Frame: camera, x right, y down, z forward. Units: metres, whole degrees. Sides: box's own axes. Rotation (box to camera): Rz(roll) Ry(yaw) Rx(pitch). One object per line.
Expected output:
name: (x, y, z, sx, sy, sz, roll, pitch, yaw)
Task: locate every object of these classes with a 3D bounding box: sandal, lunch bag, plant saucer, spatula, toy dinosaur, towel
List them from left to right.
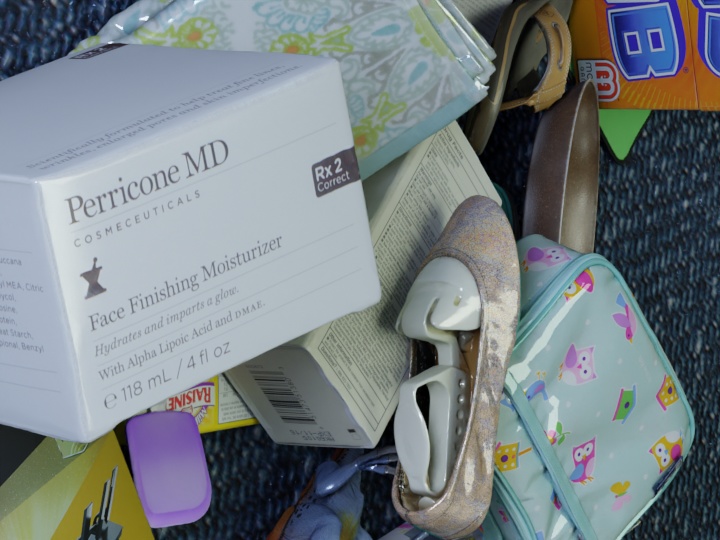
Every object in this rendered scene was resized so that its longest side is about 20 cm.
spatula: (-0.108, 0.041, 1.437, 0.056, 0.020, 0.201, -2, 92, -46)
towel: (-0.042, -0.114, 1.445, 0.171, 0.200, 0.048, 50, 11, -39)
toy dinosaur: (-0.023, 0.138, 1.551, 0.182, 0.199, 0.105, -102, -166, -53)
sandal: (0.114, -0.135, 1.692, 0.200, 0.054, 0.082, -51, 160, -59)
lunch bag: (0.121, 0.094, 1.606, 0.160, 0.077, 0.200, -48, 129, -23)
plant saucer: (0.133, -0.029, 1.732, 0.200, 0.032, 0.201, 4, 90, -79)

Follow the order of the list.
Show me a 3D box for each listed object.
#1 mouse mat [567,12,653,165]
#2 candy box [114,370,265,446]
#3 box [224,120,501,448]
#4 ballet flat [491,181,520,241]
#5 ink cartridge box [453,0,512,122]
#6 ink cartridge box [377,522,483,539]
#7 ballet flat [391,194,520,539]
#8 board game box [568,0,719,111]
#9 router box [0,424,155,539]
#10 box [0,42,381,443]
mouse mat: (0.197, -0.197, 1.878, 0.200, 0.008, 0.161, -59, 134, -31)
candy box: (-0.078, 0.041, 1.513, 0.200, 0.026, 0.103, -5, 97, -52)
box: (0.000, 0.000, 1.530, 0.095, 0.077, 0.200, 58, 47, -34)
ballet flat: (0.064, 0.041, 1.677, 0.073, 0.073, 0.201, 34, 59, -48)
ink cartridge box: (0.033, -0.187, 1.643, 0.161, 0.050, 0.201, 30, 83, -50)
ink cartridge box: (0.061, 0.219, 1.674, 0.200, 0.067, 0.118, -25, 112, -48)
ballet flat: (0.051, 0.054, 1.481, 0.067, 0.068, 0.201, 7, 83, -46)
board game box: (0.276, -0.231, 1.810, 0.200, 0.199, 0.201, -25, 112, -49)
router box: (-0.197, 0.155, 1.342, 0.200, 0.052, 0.158, -44, 125, -42)
box: (-0.132, -0.022, 1.276, 0.199, 0.200, 0.131, -25, 112, -39)
